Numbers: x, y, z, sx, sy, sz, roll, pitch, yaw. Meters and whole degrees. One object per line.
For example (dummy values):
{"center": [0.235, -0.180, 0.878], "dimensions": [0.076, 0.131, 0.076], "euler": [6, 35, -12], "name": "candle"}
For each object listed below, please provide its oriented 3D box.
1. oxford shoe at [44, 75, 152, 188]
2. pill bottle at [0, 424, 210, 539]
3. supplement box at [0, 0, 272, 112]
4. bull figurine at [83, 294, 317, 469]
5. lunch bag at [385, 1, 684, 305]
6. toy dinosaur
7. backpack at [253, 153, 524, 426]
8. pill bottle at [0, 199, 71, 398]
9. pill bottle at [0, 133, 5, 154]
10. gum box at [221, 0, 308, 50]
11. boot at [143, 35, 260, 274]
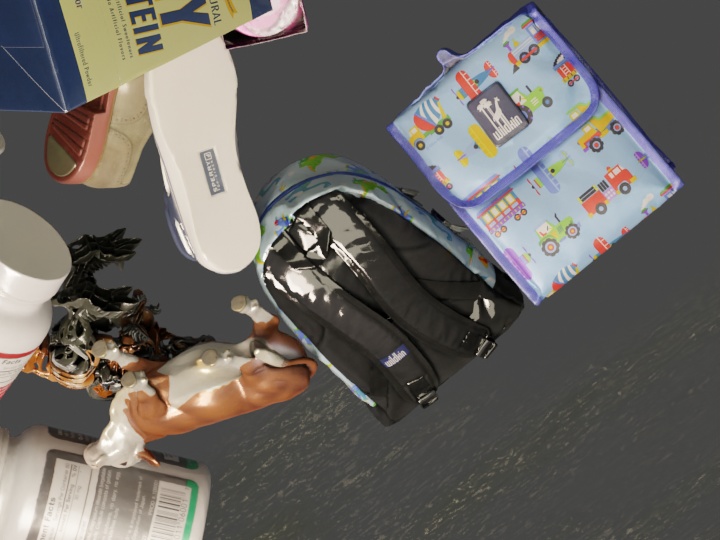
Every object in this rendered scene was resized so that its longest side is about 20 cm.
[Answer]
{"center": [-0.176, -0.157, 1.711], "dimensions": [0.075, 0.070, 0.200], "euler": [12, 108, -46], "name": "oxford shoe"}
{"center": [-0.229, 0.188, 1.807], "dimensions": [0.200, 0.113, 0.113], "euler": [15, 110, -11], "name": "pill bottle"}
{"center": [-0.209, -0.207, 1.538], "dimensions": [0.200, 0.200, 0.134], "euler": [-32, 117, -40], "name": "supplement box"}
{"center": [-0.135, 0.089, 1.729], "dimensions": [0.200, 0.065, 0.121], "euler": [-22, 148, 8], "name": "bull figurine"}
{"center": [0.130, -0.101, 1.756], "dimensions": [0.151, 0.094, 0.200], "euler": [-40, 98, 10], "name": "lunch bag"}
{"center": [-0.214, 0.053, 1.770], "dimensions": [0.200, 0.102, 0.136], "euler": [-9, 132, -26], "name": "toy dinosaur"}
{"center": [0.000, 0.000, 1.752], "dimensions": [0.163, 0.154, 0.200], "euler": [-43, 131, 17], "name": "backpack"}
{"center": [-0.303, 0.046, 1.682], "dimensions": [0.112, 0.112, 0.200], "euler": [30, 118, -17], "name": "pill bottle"}
{"center": [-0.364, -0.047, 1.700], "dimensions": [0.109, 0.109, 0.200], "euler": [39, 103, -19], "name": "pill bottle"}
{"center": [-0.095, -0.275, 1.634], "dimensions": [0.066, 0.114, 0.200], "euler": [-14, 112, -1], "name": "gum box"}
{"center": [-0.132, -0.097, 1.703], "dimensions": [0.073, 0.090, 0.200], "euler": [-13, 100, -21], "name": "boot"}
